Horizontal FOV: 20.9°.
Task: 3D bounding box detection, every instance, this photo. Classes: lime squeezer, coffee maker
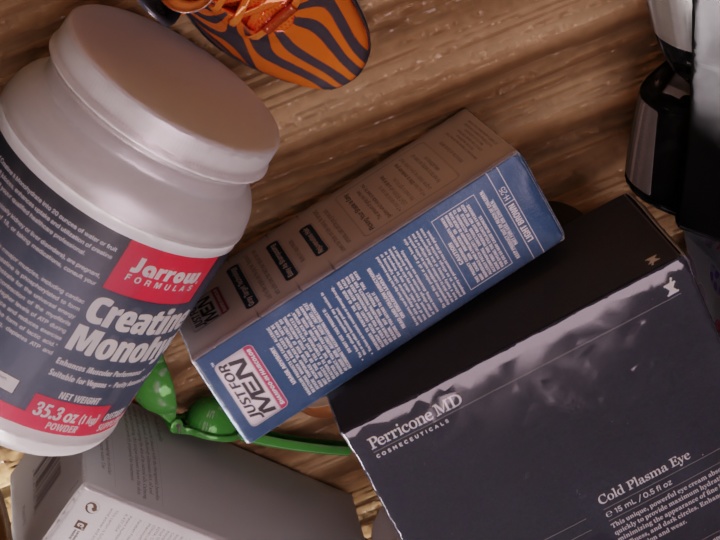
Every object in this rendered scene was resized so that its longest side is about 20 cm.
[{"bbox_3d":[-0.089,0.066,1.130,0.071,0.038,0.200,-52,121,-16],"label":"lime squeezer"},{"bbox_3d":[0.217,-0.112,0.988,0.134,0.192,0.201,-20,126,-18],"label":"coffee maker"}]

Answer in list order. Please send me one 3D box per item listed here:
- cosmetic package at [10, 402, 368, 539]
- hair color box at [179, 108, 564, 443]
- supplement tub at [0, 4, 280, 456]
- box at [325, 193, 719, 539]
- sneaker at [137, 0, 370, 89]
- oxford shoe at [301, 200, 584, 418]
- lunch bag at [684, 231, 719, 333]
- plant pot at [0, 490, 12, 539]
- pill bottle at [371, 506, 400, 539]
[{"bbox_3d":[-0.096,0.156,1.133,0.199,0.108,0.085,27,112,-23],"label":"cosmetic package"},{"bbox_3d":[0.000,0.000,1.042,0.199,0.100,0.061,-32,112,-2],"label":"hair color box"},{"bbox_3d":[-0.144,-0.019,0.998,0.140,0.141,0.200,25,113,-24],"label":"supplement tub"},{"bbox_3d":[0.106,0.091,1.050,0.199,0.104,0.183,-27,114,0],"label":"box"},{"bbox_3d":[-0.069,-0.139,0.958,0.200,0.112,0.078,36,108,-27],"label":"sneaker"},{"bbox_3d":[0.044,0.023,1.119,0.199,0.072,0.071,-27,152,2],"label":"oxford shoe"},{"bbox_3d":[0.273,0.064,1.099,0.126,0.200,0.170,-18,122,0],"label":"lunch bag"},{"bbox_3d":[-0.326,0.169,1.067,0.200,0.187,0.186,-36,122,27],"label":"plant pot"},{"bbox_3d":[0.083,0.217,1.208,0.104,0.104,0.200,-29,122,7],"label":"pill bottle"}]
